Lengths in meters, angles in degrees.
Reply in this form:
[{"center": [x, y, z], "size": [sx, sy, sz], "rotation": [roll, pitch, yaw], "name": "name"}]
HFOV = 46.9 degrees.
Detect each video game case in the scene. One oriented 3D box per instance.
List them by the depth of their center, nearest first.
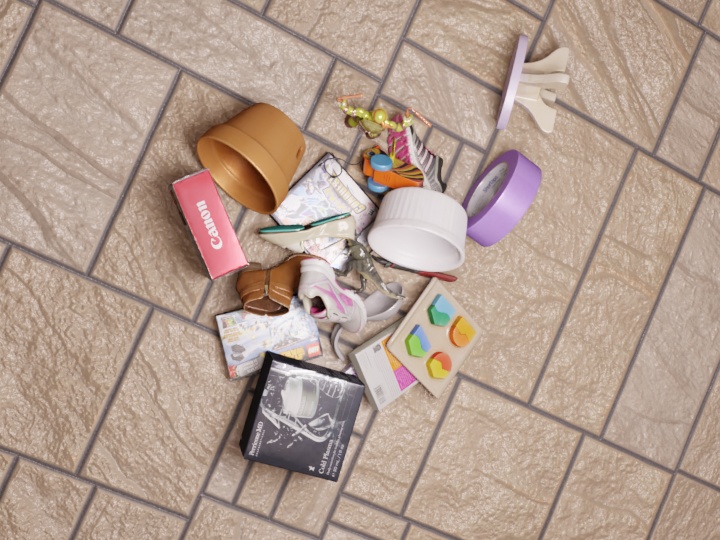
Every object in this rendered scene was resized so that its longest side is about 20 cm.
[{"center": [-0.064, -0.111, 1.726], "size": [0.181, 0.025, 0.200], "rotation": [-44, 102, -8], "name": "video game case"}]

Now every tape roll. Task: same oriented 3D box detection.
[{"center": [0.286, -0.150, 1.721], "size": [0.065, 0.200, 0.201], "rotation": [32, 85, -13], "name": "tape roll"}]

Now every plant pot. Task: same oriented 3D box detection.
[{"center": [-0.200, -0.229, 1.614], "size": [0.200, 0.200, 0.140], "rotation": [43, 66, -12], "name": "plant pot"}]

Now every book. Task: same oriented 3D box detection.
[{"center": [0.082, 0.183, 1.738], "size": [0.199, 0.048, 0.135], "rotation": [-31, 105, -28], "name": "book"}]

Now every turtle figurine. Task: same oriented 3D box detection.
[{"center": [0.032, -0.298, 1.670], "size": [0.198, 0.161, 0.065], "rotation": [11, 89, -13], "name": "turtle figurine"}]

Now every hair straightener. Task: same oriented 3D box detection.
[{"center": [0.116, -0.029, 1.776], "size": [0.198, 0.041, 0.078], "rotation": [10, 76, -9], "name": "hair straightener"}]

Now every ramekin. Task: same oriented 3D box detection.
[{"center": [0.120, -0.084, 1.668], "size": [0.198, 0.200, 0.099], "rotation": [20, 68, -14], "name": "ramekin"}]

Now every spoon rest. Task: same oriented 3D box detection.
[{"center": [0.012, 0.096, 1.726], "size": [0.200, 0.099, 0.061], "rotation": [-44, 117, 0], "name": "spoon rest"}]

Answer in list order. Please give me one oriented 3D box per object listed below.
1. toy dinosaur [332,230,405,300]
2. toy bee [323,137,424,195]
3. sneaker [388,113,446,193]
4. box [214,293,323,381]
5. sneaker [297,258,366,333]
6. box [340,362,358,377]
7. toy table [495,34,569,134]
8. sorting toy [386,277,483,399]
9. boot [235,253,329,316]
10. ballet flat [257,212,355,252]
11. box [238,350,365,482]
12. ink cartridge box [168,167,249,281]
[{"center": [0.000, 0.000, 1.698], "size": [0.088, 0.047, 0.201], "rotation": [-37, 85, 22], "name": "toy dinosaur"}, {"center": [0.044, -0.221, 1.699], "size": [0.199, 0.131, 0.109], "rotation": [33, 40, -3], "name": "toy bee"}, {"center": [0.124, -0.234, 1.745], "size": [0.087, 0.074, 0.202], "rotation": [-16, 83, -34], "name": "sneaker"}, {"center": [-0.186, 0.133, 1.701], "size": [0.198, 0.040, 0.139], "rotation": [-13, 95, -13], "name": "box"}, {"center": [-0.063, 0.068, 1.623], "size": [0.200, 0.081, 0.089], "rotation": [47, 50, -33], "name": "sneaker"}, {"center": [-0.079, 0.272, 1.735], "size": [0.200, 0.041, 0.039], "rotation": [-40, 101, -8], "name": "box"}, {"center": [0.365, -0.387, 1.754], "size": [0.116, 0.184, 0.202], "rotation": [13, 98, 3], "name": "toy table"}, {"center": [0.164, 0.144, 1.745], "size": [0.200, 0.036, 0.186], "rotation": [48, 69, -28], "name": "sorting toy"}, {"center": [-0.147, 0.035, 1.642], "size": [0.197, 0.155, 0.074], "rotation": [-7, 118, -8], "name": "boot"}, {"center": [-0.104, -0.068, 1.665], "size": [0.197, 0.069, 0.070], "rotation": [-10, 95, 1], "name": "ballet flat"}, {"center": [-0.117, 0.286, 1.644], "size": [0.195, 0.124, 0.202], "rotation": [17, 89, -12], "name": "box"}, {"center": [-0.291, -0.087, 1.594], "size": [0.083, 0.175, 0.202], "rotation": [-24, 99, -11], "name": "ink cartridge box"}]
